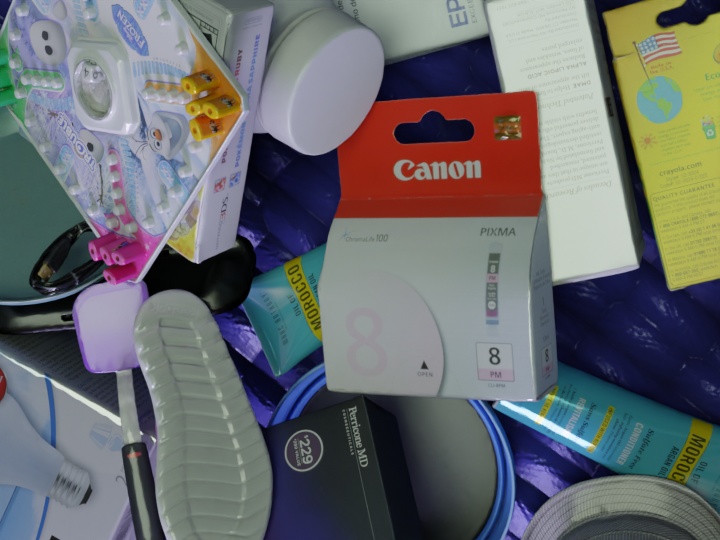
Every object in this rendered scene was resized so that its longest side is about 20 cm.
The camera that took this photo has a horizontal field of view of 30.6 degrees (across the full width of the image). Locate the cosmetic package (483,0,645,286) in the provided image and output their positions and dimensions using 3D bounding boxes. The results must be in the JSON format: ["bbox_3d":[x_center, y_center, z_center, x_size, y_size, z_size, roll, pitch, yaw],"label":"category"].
[{"bbox_3d":[0.145,-0.098,0.917,0.074,0.102,0.201,-13,96,16],"label":"cosmetic package"}]

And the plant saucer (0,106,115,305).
[{"bbox_3d":[-0.247,-0.050,0.993,0.199,0.201,0.027,14,144,11],"label":"plant saucer"}]

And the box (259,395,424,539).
[{"bbox_3d":[-0.027,0.209,0.930,0.140,0.079,0.201,-19,66,12],"label":"box"}]

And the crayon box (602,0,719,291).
[{"bbox_3d":[0.253,-0.099,0.917,0.126,0.051,0.201,-13,95,14],"label":"crayon box"}]

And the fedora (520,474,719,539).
[{"bbox_3d":[0.195,0.257,0.943,0.176,0.090,0.201,-3,106,14],"label":"fedora"}]

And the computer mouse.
[{"bbox_3d":[-0.190,-0.065,0.968,0.058,0.201,0.034,14,145,9],"label":"computer mouse"}]

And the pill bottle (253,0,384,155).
[{"bbox_3d":[-0.086,-0.166,0.922,0.200,0.114,0.114,33,104,29],"label":"pill bottle"}]

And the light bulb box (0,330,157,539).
[{"bbox_3d":[-0.259,0.148,1.029,0.199,0.125,0.199,27,102,6],"label":"light bulb box"}]

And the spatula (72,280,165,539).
[{"bbox_3d":[-0.163,0.107,0.932,0.056,0.021,0.201,-10,82,-3],"label":"spatula"}]

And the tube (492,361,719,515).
[{"bbox_3d":[0.197,0.120,0.966,0.199,0.050,0.078,25,113,3],"label":"tube"}]

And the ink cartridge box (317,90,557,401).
[{"bbox_3d":[0.047,-0.014,0.899,0.162,0.057,0.201,0,105,29],"label":"ink cartridge box"}]

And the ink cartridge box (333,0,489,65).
[{"bbox_3d":[-0.017,-0.246,0.965,0.199,0.041,0.201,-13,95,15],"label":"ink cartridge box"}]

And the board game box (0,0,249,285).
[{"bbox_3d":[-0.175,-0.119,0.863,0.200,0.026,0.200,53,135,13],"label":"board game box"}]

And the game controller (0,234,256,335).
[{"bbox_3d":[-0.179,0.010,0.994,0.199,0.105,0.042,-6,127,6],"label":"game controller"}]

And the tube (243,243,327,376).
[{"bbox_3d":[0.000,0.000,0.987,0.199,0.050,0.078,-31,71,20],"label":"tube"}]

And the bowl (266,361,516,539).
[{"bbox_3d":[0.021,0.156,1.011,0.199,0.039,0.202,2,98,13],"label":"bowl"}]

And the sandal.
[{"bbox_3d":[-0.111,0.114,0.923,0.082,0.050,0.204,-7,78,-17],"label":"sandal"}]

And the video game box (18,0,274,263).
[{"bbox_3d":[-0.151,-0.131,0.885,0.200,0.047,0.183,35,126,29],"label":"video game box"}]
